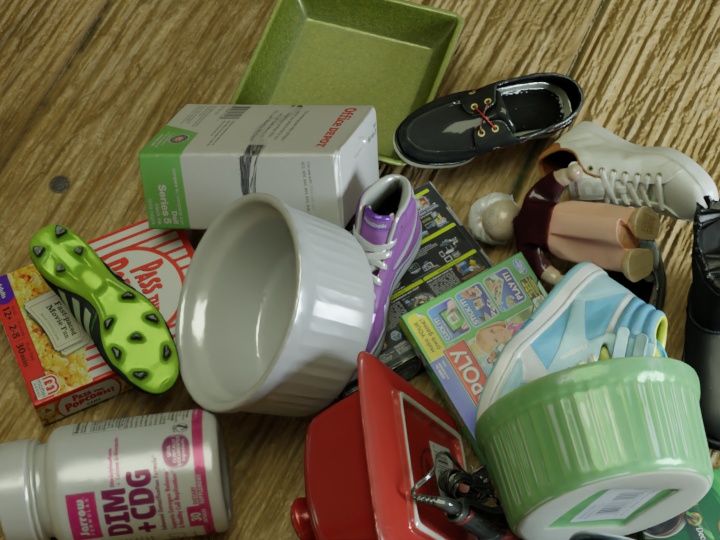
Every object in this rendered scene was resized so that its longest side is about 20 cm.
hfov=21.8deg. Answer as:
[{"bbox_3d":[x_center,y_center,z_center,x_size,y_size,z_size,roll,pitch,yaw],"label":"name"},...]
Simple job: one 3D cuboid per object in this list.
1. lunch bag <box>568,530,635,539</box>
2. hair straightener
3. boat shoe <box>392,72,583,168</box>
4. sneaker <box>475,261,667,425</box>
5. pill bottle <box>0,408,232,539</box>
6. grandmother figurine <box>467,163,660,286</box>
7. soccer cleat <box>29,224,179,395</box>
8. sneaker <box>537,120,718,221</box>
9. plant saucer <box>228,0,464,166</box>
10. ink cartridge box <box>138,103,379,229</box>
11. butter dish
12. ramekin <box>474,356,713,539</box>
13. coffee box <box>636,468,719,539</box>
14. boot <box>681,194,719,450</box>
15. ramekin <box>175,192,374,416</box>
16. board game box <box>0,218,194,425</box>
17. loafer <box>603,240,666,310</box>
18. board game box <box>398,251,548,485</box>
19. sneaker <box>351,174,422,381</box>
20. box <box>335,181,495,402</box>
[{"bbox_3d":[0.184,0.305,1.560,0.200,0.170,0.127,-19,57,-4],"label":"lunch bag"},{"bbox_3d":[0.098,0.204,1.618,0.041,0.200,0.077,-33,54,22],"label":"hair straightener"},{"bbox_3d":[0.128,-0.154,1.868,0.201,0.063,0.074,-14,78,-19],"label":"boat shoe"},{"bbox_3d":[0.200,0.093,1.669,0.130,0.080,0.200,28,71,28],"label":"sneaker"},{"bbox_3d":[-0.221,0.191,1.684,0.199,0.113,0.114,-7,59,0],"label":"pill bottle"},{"bbox_3d":[0.189,-0.043,1.791,0.200,0.061,0.122,8,79,40],"label":"grandmother figurine"},{"bbox_3d":[-0.235,0.038,1.744,0.067,0.081,0.200,-39,76,-11],"label":"soccer cleat"},{"bbox_3d":[0.255,-0.081,1.814,0.085,0.073,0.200,-32,35,-28],"label":"sneaker"},{"bbox_3d":[-0.013,-0.198,1.939,0.199,0.048,0.200,15,62,12],"label":"plant saucer"},{"bbox_3d":[-0.095,-0.102,1.813,0.199,0.084,0.146,2,24,16],"label":"ink cartridge box"},{"bbox_3d":[0.007,0.203,1.644,0.148,0.199,0.200,-21,58,22],"label":"butter dish"},{"bbox_3d":[0.204,0.160,1.594,0.199,0.200,0.098,-11,64,-3],"label":"ramekin"},{"bbox_3d":[0.348,0.234,1.663,0.199,0.044,0.123,-6,59,0],"label":"coffee box"},{"bbox_3d":[0.332,0.045,1.707,0.073,0.163,0.199,1,59,6],"label":"boot"},{"bbox_3d":[-0.075,0.037,1.693,0.098,0.200,0.201,16,51,-35],"label":"ramekin"},{"bbox_3d":[-0.243,0.043,1.811,0.200,0.046,0.152,-23,61,-10],"label":"board game box"},{"bbox_3d":[0.259,0.022,1.783,0.072,0.063,0.200,2,60,5],"label":"loafer"},{"bbox_3d":[0.143,0.099,1.736,0.134,0.029,0.200,-28,77,-14],"label":"board game box"},{"bbox_3d":[-0.001,0.000,1.733,0.072,0.114,0.201,16,63,11],"label":"sneaker"},{"bbox_3d":[0.028,0.025,1.807,0.200,0.044,0.160,-30,62,-14],"label":"box"}]
